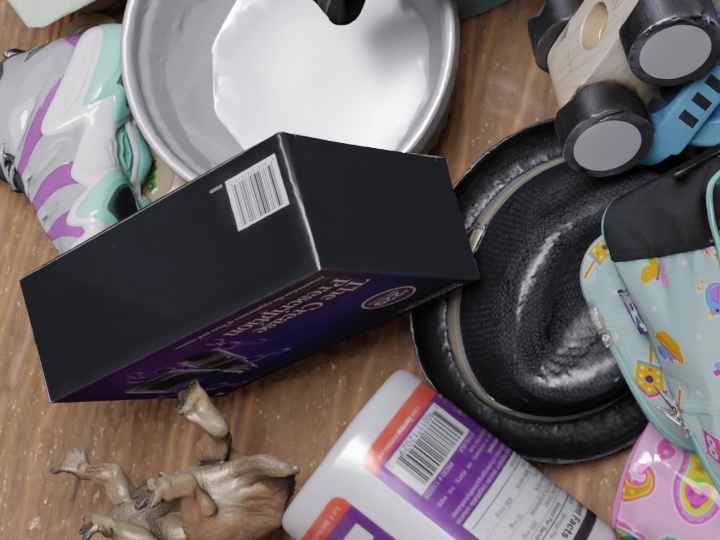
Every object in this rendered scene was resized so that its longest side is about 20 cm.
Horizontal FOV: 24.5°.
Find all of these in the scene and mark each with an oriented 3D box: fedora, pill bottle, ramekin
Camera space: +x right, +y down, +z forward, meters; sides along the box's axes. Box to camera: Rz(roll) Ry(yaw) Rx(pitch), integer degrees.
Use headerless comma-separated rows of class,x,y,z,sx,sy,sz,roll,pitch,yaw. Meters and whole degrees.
fedora,0.125,0.010,0.903,0.200,0.092,0.201,0,89,-6
pill bottle,0.067,0.155,0.890,0.200,0.111,0.111,38,88,5
ramekin,-0.033,-0.125,0.992,0.200,0.105,0.201,-2,83,12

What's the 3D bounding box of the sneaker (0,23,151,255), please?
sneaker,-0.204,-0.055,1.047,0.140,0.078,0.200,-6,64,17

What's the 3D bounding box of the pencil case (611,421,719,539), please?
pencil case,0.235,0.139,0.873,0.200,0.087,0.088,20,82,19

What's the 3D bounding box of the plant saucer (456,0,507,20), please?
plant saucer,0.045,-0.257,1.060,0.201,0.039,0.201,-4,73,15

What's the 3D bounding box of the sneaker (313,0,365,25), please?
sneaker,0.046,-0.193,0.880,0.199,0.071,0.083,-26,93,33

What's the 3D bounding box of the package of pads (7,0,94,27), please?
package of pads,-0.139,-0.249,1.062,0.200,0.068,0.155,-26,31,9

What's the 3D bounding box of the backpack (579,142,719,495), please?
backpack,0.217,0.028,0.802,0.176,0.153,0.200,-28,90,-32

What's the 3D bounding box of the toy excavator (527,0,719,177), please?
toy excavator,0.214,-0.128,0.854,0.195,0.200,0.100,-56,32,40

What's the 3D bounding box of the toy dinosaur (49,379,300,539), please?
toy dinosaur,-0.089,0.145,0.938,0.200,0.136,0.086,-31,35,26

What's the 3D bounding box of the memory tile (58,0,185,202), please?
memory tile,-0.133,-0.130,1.090,0.153,0.017,0.200,-4,75,16

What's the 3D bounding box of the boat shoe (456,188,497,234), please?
boat shoe,0.000,0.000,0.999,0.200,0.063,0.073,-14,95,15

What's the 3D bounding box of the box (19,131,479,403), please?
box,-0.060,0.004,0.888,0.200,0.141,0.079,-26,75,34
